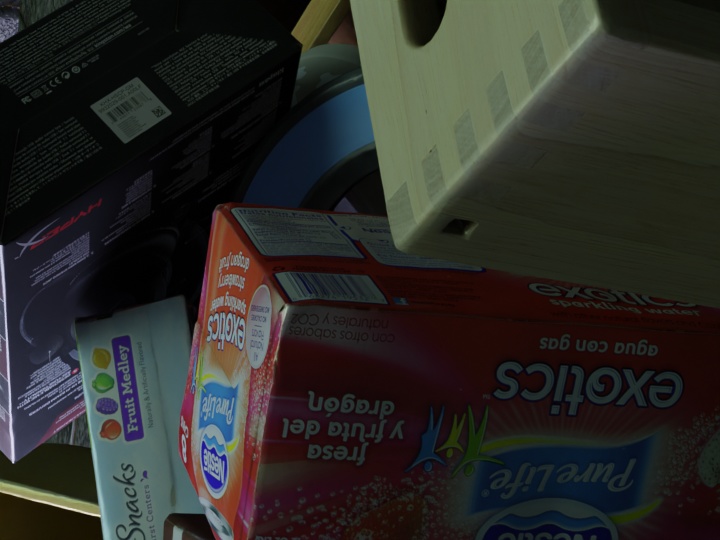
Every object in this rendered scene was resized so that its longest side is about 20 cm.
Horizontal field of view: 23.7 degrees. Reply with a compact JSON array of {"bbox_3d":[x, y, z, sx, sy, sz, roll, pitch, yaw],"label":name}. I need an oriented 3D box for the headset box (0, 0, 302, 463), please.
[{"bbox_3d":[-0.111,-0.020,0.720,0.077,0.149,0.200,45,153,16],"label":"headset box"}]

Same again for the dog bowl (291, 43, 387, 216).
[{"bbox_3d":[0.000,0.000,0.788,0.200,0.058,0.201,40,147,33],"label":"dog bowl"}]

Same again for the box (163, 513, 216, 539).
[{"bbox_3d":[0.032,0.139,0.602,0.075,0.198,0.101,-179,91,-71],"label":"box"}]

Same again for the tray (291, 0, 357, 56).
[{"bbox_3d":[0.014,-0.096,0.837,0.200,0.098,0.037,136,145,-64],"label":"tray"}]

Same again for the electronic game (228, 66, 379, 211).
[{"bbox_3d":[0.033,0.016,0.673,0.042,0.198,0.202,-31,-49,-65],"label":"electronic game"}]

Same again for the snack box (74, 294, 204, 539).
[{"bbox_3d":[-0.063,0.126,0.708,0.142,0.053,0.202,64,-165,-73],"label":"snack box"}]

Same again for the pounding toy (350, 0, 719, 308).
[{"bbox_3d":[0.087,-0.091,0.534,0.142,0.183,0.201,-47,43,45],"label":"pounding toy"}]

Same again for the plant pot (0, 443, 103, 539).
[{"bbox_3d":[-0.159,0.217,1.157,0.200,0.194,0.196,-19,-63,-65],"label":"plant pot"}]

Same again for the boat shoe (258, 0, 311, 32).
[{"bbox_3d":[-0.051,-0.140,0.932,0.073,0.200,0.063,51,131,4],"label":"boat shoe"}]

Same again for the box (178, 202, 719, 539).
[{"bbox_3d":[0.049,0.043,0.560,0.100,0.198,0.096,-131,48,-64],"label":"box"}]
